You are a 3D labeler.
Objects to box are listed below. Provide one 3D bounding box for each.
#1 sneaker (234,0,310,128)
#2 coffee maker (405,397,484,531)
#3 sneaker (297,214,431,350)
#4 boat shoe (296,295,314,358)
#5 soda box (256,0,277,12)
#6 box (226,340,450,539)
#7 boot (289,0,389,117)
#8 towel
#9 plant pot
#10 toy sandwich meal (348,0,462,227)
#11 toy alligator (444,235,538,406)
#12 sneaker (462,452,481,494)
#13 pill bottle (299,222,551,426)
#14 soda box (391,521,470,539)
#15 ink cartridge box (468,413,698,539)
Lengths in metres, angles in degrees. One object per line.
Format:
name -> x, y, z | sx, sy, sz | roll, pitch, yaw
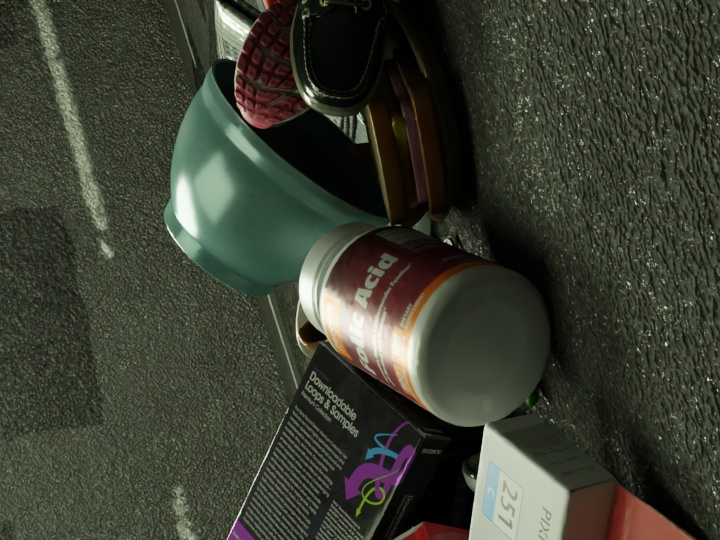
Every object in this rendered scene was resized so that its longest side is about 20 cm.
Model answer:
sneaker -> -0.035, -0.188, 1.087 | 0.080, 0.201, 0.075 | 29, 153, 1
coffee maker -> 0.070, 0.211, 1.181 | 0.134, 0.191, 0.202 | 30, 117, 45
sneaker -> 0.000, 0.000, 1.239 | 0.073, 0.084, 0.201 | 57, 134, 46
boat shoe -> -0.014, -0.010, 1.363 | 0.093, 0.074, 0.201 | -150, 80, -84
soda box -> -0.074, -0.286, 1.441 | 0.071, 0.063, 0.202 | 125, 128, -78
box -> -0.023, 0.176, 1.057 | 0.143, 0.036, 0.201 | 39, 110, 44
boot -> -0.009, -0.231, 0.981 | 0.154, 0.073, 0.205 | 100, 178, -64
towel -> -0.067, -0.173, 1.371 | 0.199, 0.035, 0.193 | 35, 160, 10
plant pot -> -0.084, -0.064, 1.170 | 0.200, 0.134, 0.201 | 36, -162, -14
toy sandwich meal -> 0.025, -0.120, 1.107 | 0.205, 0.070, 0.207 | 164, 90, -81
toy alligator -> 0.083, 0.043, 1.090 | 0.201, 0.054, 0.060 | -116, 14, -48
sneaker -> 0.135, 0.212, 0.997 | 0.202, 0.076, 0.147 | -147, 45, -74
pill bottle -> 0.039, 0.031, 1.009 | 0.200, 0.114, 0.115 | 25, 133, 58
soda box -> 0.090, 0.244, 1.036 | 0.199, 0.063, 0.070 | 22, -140, -50
ink cartridge box -> 0.130, 0.219, 0.858 | 0.176, 0.044, 0.202 | 36, 127, 53
